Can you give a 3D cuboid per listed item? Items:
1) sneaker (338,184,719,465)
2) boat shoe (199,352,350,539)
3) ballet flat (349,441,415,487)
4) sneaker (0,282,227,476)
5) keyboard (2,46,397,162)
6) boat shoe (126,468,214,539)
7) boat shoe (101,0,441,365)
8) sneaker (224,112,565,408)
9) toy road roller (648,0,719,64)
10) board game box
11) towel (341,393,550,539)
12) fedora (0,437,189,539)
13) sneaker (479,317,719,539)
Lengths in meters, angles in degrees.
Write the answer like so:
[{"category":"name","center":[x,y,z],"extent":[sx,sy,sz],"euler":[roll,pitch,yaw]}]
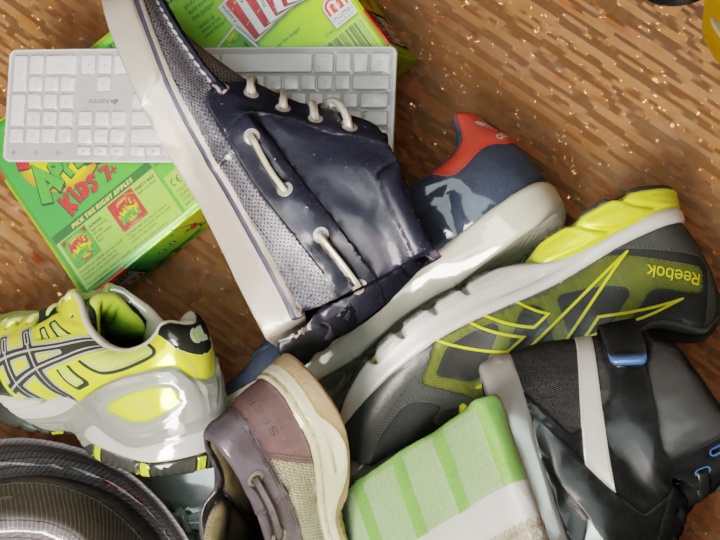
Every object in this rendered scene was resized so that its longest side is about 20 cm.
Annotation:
[{"category":"sneaker","center":[0.080,0.040,1.105],"extent":[0.200,0.074,0.085],"euler":[-34,77,2]},{"category":"boat shoe","center":[-0.043,0.121,1.100],"extent":[0.065,0.200,0.072],"euler":[-24,54,-21]},{"category":"ballet flat","center":[0.056,0.103,1.131],"extent":[0.199,0.072,0.072],"euler":[-9,87,16]},{"category":"sneaker","center":[-0.136,0.040,1.156],"extent":[0.199,0.075,0.077],"euler":[13,107,37]},{"category":"keyboard","center":[-0.079,-0.080,1.148],"extent":[0.199,0.011,0.057],"euler":[1,90,15]},{"category":"boat shoe","center":[-0.089,0.163,1.169],"extent":[0.074,0.065,0.203],"euler":[12,92,14]},{"category":"boat shoe","center":[-0.039,-0.061,1.100],"extent":[0.093,0.075,0.200],"euler":[-29,81,2]},{"category":"sneaker","center":[0.000,0.000,1.147],"extent":[0.200,0.075,0.085],"euler":[-36,73,5]},{"category":"toy road roller","center":[0.212,-0.151,1.064],"extent":[0.146,0.123,0.200],"euler":[-41,79,0]},{"category":"board game box","center":[-0.082,-0.084,1.179],"extent":[0.200,0.048,0.102],"euler":[-38,80,12]},{"category":"towel","center":[0.060,0.169,1.044],"extent":[0.149,0.031,0.201],"euler":[-37,67,54]},{"category":"fedora","center":[-0.177,0.168,1.115],"extent":[0.199,0.090,0.178],"euler":[-8,84,12]},{"category":"sneaker","center":[0.133,0.120,1.047],"extent":[0.111,0.073,0.201],"euler":[-18,91,1]}]
